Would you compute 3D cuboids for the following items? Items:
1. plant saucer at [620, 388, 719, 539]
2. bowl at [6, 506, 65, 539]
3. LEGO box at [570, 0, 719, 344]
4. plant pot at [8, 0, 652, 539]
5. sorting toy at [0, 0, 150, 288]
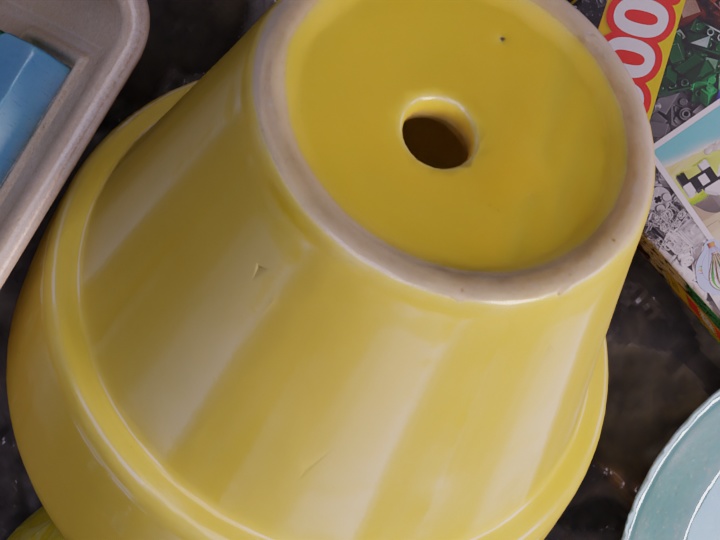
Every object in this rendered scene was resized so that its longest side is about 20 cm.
[{"bbox_3d":[0.189,0.122,1.095,0.199,0.036,0.201,0,89,-1],"label":"plant saucer"},{"bbox_3d":[-0.056,0.165,1.056,0.199,0.108,0.201,0,90,0],"label":"bowl"},{"bbox_3d":[0.172,-0.073,1.057,0.200,0.077,0.149,-41,73,-1],"label":"LEGO box"},{"bbox_3d":[0.000,0.000,0.972,0.200,0.189,0.201,9,58,-14],"label":"plant pot"},{"bbox_3d":[-0.159,-0.029,1.025,0.036,0.185,0.201,27,91,-32],"label":"sorting toy"}]
